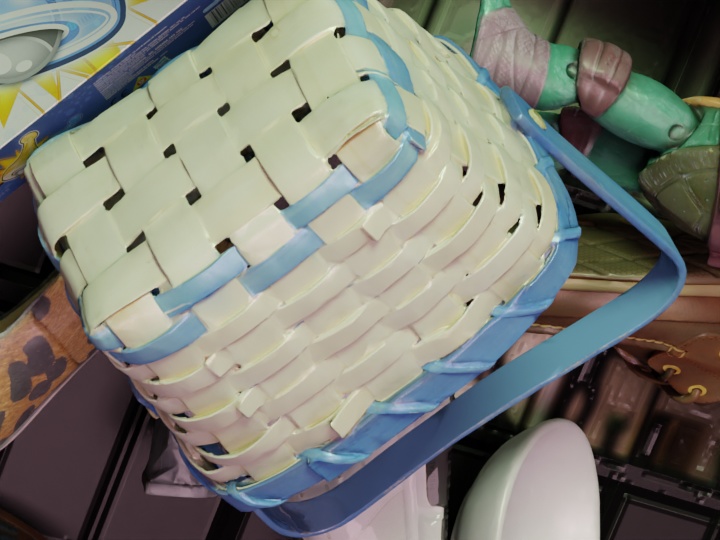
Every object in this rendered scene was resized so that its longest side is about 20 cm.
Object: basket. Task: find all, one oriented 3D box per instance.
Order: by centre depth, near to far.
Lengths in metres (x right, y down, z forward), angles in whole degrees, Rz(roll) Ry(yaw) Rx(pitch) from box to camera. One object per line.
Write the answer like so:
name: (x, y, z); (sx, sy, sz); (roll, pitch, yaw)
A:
basket: (0.000, 0.000, 0.988); (0.176, 0.139, 0.200); (-35, 133, 9)

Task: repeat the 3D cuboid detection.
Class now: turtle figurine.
turtle figurine: (0.136, -0.053, 1.056); (0.200, 0.101, 0.150); (10, 141, 2)

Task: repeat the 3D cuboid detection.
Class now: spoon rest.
spoon rest: (0.068, 0.155, 1.149); (0.061, 0.099, 0.200); (12, 109, 25)

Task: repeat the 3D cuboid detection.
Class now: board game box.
board game box: (-0.151, -0.084, 0.985); (0.200, 0.034, 0.135); (-39, 70, -1)

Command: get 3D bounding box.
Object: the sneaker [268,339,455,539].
sneaker: (-0.004, 0.079, 1.120); (0.080, 0.074, 0.200); (0, 104, -1)

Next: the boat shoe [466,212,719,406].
boat shoe: (0.131, 0.021, 1.129); (0.200, 0.072, 0.068); (3, 108, -21)

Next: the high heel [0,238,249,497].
high heel: (-0.135, 0.002, 1.055); (0.200, 0.071, 0.143); (6, 97, -17)

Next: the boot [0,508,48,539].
boot: (-0.202, 0.123, 1.079); (0.200, 0.075, 0.097); (17, 120, -20)
